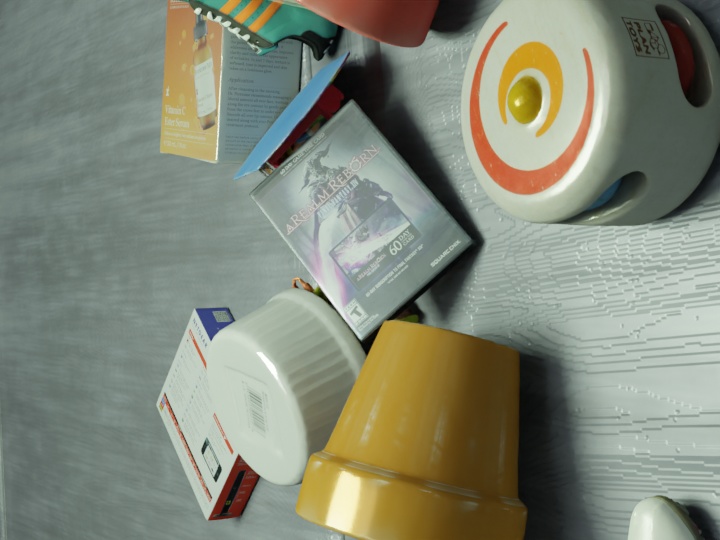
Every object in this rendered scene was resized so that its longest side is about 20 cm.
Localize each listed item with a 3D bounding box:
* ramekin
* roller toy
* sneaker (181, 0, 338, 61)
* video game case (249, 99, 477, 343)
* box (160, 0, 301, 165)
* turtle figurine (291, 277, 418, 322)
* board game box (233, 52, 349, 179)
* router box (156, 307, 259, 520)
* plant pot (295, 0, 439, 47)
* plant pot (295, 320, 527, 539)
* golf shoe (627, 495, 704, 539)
[{"bbox_3d":[-0.077,0.128,1.287,0.200,0.097,0.201,33,134,41],"label":"ramekin"},{"bbox_3d":[0.169,-0.128,0.930,0.182,0.139,0.201,34,118,50],"label":"roller toy"},{"bbox_3d":[-0.121,-0.274,1.312,0.071,0.199,0.080,-120,40,-74],"label":"sneaker"},{"bbox_3d":[-0.001,-0.050,1.186,0.143,0.019,0.200,-42,68,7],"label":"video game case"},{"bbox_3d":[-0.154,-0.230,1.437,0.152,0.106,0.201,14,102,55],"label":"box"},{"bbox_3d":[0.000,0.000,1.253,0.161,0.064,0.201,47,129,37],"label":"turtle figurine"},{"bbox_3d":[-0.061,-0.151,1.297,0.158,0.039,0.200,-53,13,-10],"label":"board game box"},{"bbox_3d":[-0.181,0.179,1.538,0.200,0.049,0.180,58,135,37],"label":"router box"},{"bbox_3d":[0.012,-0.334,1.131,0.201,0.200,0.178,52,123,41],"label":"plant pot"},{"bbox_3d":[0.061,0.147,1.074,0.200,0.199,0.184,5,79,56],"label":"plant pot"},{"bbox_3d":[0.216,0.272,0.915,0.072,0.092,0.201,-2,88,57],"label":"golf shoe"}]
